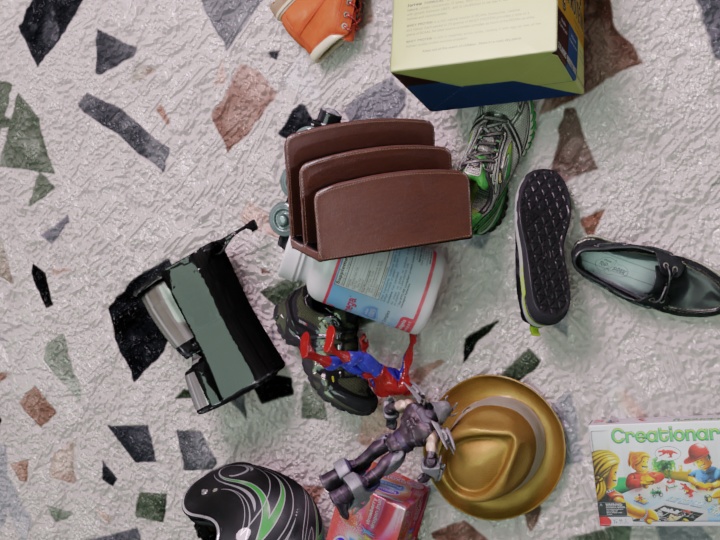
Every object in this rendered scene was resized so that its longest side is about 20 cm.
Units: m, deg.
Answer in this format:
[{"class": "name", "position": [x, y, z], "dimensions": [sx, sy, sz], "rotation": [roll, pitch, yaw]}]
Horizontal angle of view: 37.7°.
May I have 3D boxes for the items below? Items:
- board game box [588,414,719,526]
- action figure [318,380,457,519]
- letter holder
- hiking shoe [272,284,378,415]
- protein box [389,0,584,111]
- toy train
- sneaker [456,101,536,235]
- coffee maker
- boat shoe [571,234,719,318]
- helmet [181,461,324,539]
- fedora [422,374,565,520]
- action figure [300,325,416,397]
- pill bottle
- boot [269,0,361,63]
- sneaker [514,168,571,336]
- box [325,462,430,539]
[{"class": "board game box", "position": [0.381, 0.242, 1.272], "dimensions": [0.197, 0.035, 0.129], "rotation": [-7, 93, 25]}, {"class": "action figure", "position": [0.042, 0.224, 1.329], "dimensions": [0.199, 0.070, 0.131], "rotation": [-37, 42, 1]}, {"class": "letter holder", "position": [0.021, -0.102, 1.237], "dimensions": [0.100, 0.197, 0.145], "rotation": [-155, 59, -64]}, {"class": "hiking shoe", "position": [-0.033, 0.101, 1.420], "dimensions": [0.101, 0.075, 0.201], "rotation": [-45, 77, 26]}, {"class": "protein box", "position": [0.151, -0.312, 1.224], "dimensions": [0.195, 0.135, 0.204], "rotation": [-3, 77, 24]}, {"class": "toy train", "position": [-0.046, -0.109, 1.400], "dimensions": [0.112, 0.085, 0.203], "rotation": [22, 105, 10]}, {"class": "sneaker", "position": [0.162, -0.139, 1.297], "dimensions": [0.077, 0.085, 0.204], "rotation": [16, 102, 21]}, {"class": "coffee maker", "position": [-0.189, 0.071, 1.447], "dimensions": [0.191, 0.134, 0.202], "rotation": [-30, 90, 35]}, {"class": "boat shoe", "position": [0.340, 0.008, 1.244], "dimensions": [0.197, 0.066, 0.076], "rotation": [26, 106, 19]}, {"class": "helmet", "position": [-0.143, 0.371, 1.429], "dimensions": [0.190, 0.198, 0.203], "rotation": [32, 110, 43]}, {"class": "fedora", "position": [0.161, 0.234, 1.344], "dimensions": [0.197, 0.082, 0.205], "rotation": [3, 98, 23]}, {"class": "action figure", "position": [0.011, 0.100, 1.362], "dimensions": [0.065, 0.199, 0.100], "rotation": [-13, 56, 36]}, {"class": "pill bottle", "position": [0.000, 0.000, 1.340], "dimensions": [0.197, 0.109, 0.110], "rotation": [19, 105, -3]}, {"class": "boot", "position": [-0.018, -0.358, 1.363], "dimensions": [0.199, 0.075, 0.108], "rotation": [-37, 84, 32]}, {"class": "sneaker", "position": [0.212, -0.023, 1.296], "dimensions": [0.070, 0.083, 0.204], "rotation": [6, 76, -10]}, {"class": "box", "position": [0.010, 0.376, 1.424], "dimensions": [0.101, 0.094, 0.203], "rotation": [21, 105, 22]}]
